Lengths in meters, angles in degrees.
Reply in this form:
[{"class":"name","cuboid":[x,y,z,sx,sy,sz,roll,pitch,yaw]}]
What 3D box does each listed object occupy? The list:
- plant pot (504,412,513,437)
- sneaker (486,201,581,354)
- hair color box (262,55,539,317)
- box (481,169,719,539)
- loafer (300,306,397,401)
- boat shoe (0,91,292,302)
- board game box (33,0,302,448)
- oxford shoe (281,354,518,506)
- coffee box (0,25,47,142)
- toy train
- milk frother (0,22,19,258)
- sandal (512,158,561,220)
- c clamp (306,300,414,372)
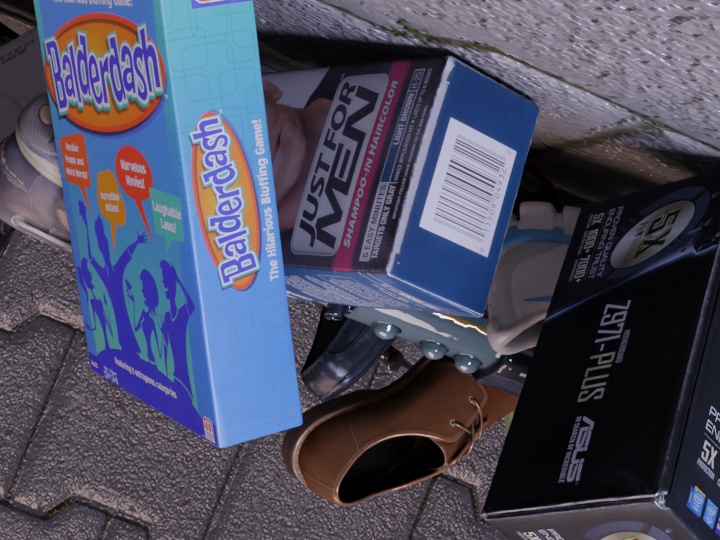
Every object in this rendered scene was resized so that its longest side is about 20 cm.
[{"class":"plant pot","cuboid":[0.249,0.112,1.229,0.190,0.201,0.200,10,-174,-40]},{"class":"sneaker","cuboid":[0.155,0.029,0.773,0.199,0.087,0.075,8,150,8]},{"class":"hair color box","cuboid":[-0.015,-0.039,0.733,0.060,0.100,0.200,24,168,-36]},{"class":"box","cuboid":[0.162,0.086,0.664,0.086,0.164,0.200,-15,131,43]},{"class":"loafer","cuboid":[0.000,0.000,0.976,0.070,0.201,0.068,39,133,-13]},{"class":"boat shoe","cuboid":[-0.118,-0.026,0.845,0.200,0.073,0.075,32,-151,-38]},{"class":"board game box","cuboid":[-0.089,-0.038,0.695,0.045,0.201,0.152,-13,-165,-28]},{"class":"oxford shoe","cuboid":[0.056,0.089,0.945,0.071,0.200,0.072,37,151,56]},{"class":"coffee box","cuboid":[-0.122,-0.071,0.930,0.113,0.080,0.200,-22,150,31]},{"class":"toy train","cuboid":[0.062,0.001,0.907,0.199,0.114,0.085,22,162,-13]},{"class":"milk frother","cuboid":[-0.302,-0.090,1.066,0.188,0.200,0.181,33,-174,-2]},{"class":"sandal","cuboid":[0.062,-0.049,0.834,0.200,0.045,0.075,37,148,-14]},{"class":"c clamp","cuboid":[-0.045,0.008,1.080,0.200,0.027,0.171,39,178,32]}]
